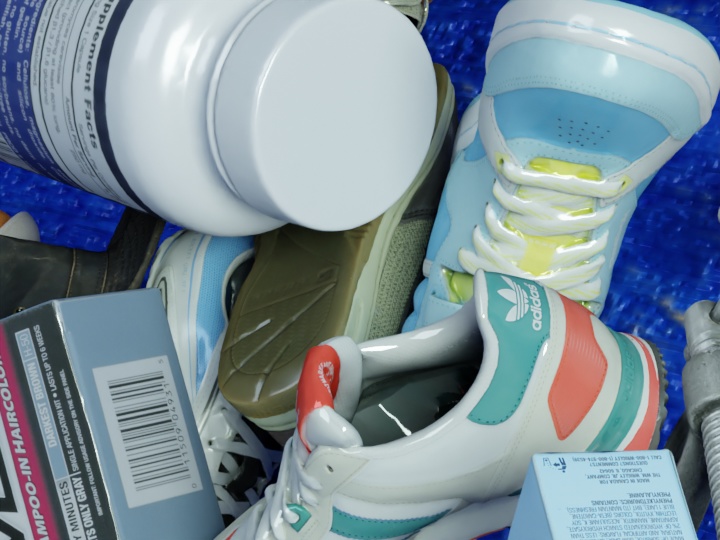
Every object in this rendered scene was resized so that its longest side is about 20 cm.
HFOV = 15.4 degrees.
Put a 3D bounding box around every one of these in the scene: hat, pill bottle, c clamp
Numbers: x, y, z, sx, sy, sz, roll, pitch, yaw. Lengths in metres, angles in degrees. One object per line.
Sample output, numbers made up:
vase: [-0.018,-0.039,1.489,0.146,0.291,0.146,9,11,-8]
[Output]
hat: [-0.145,0.040,1.062,0.201,0.081,0.202,-159,90,-83]
pill bottle: [-0.065,-0.075,0.981,0.200,0.111,0.111,19,79,48]
c clamp: [0.101,0.096,0.770,0.171,0.027,0.201,112,163,-48]

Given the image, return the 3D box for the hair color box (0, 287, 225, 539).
hair color box: [-0.149,0.082,0.960,0.199,0.061,0.100,-20,83,35]

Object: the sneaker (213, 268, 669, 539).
sneaker: [-0.004,0.061,0.842,0.199,0.093,0.071,-33,42,27]

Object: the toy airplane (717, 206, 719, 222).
toy airplane: [0.168,-0.092,0.806,0.200,0.141,0.200,-28,37,49]

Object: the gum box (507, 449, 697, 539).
gum box: [0.070,0.179,0.716,0.170,0.044,0.201,102,163,-44]

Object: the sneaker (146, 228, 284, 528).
sneaker: [-0.059,0.069,1.009,0.072,0.072,0.201,-6,62,35]

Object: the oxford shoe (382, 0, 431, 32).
oxford shoe: [0.010,-0.132,1.096,0.074,0.071,0.201,30,89,32]

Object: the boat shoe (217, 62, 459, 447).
boat shoe: [0.001,0.000,0.993,0.071,0.066,0.201,-15,33,26]

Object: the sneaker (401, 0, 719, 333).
sneaker: [0.062,-0.007,0.876,0.200,0.079,0.131,103,-178,-76]

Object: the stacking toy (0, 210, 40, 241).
stacking toy: [-0.253,-0.020,1.160,0.146,0.200,0.146,-50,4,4]
